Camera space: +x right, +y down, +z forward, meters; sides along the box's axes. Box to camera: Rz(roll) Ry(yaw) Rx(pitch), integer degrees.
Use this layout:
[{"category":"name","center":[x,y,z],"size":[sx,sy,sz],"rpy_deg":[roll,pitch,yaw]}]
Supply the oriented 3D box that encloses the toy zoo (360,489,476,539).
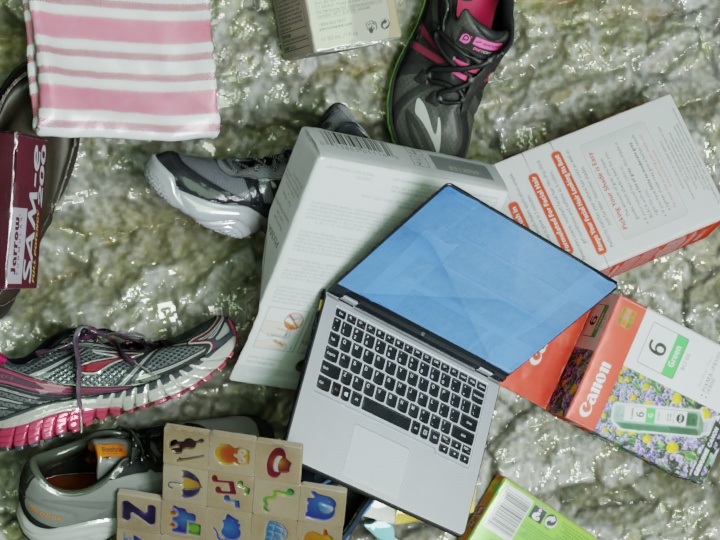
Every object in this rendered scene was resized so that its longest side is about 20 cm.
[{"category":"toy zoo","center":[0.032,0.116,1.512],"size":[0.130,0.020,0.202],"rpy_deg":[4,92,-13]}]

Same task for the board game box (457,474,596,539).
[{"category":"board game box","center":[0.097,0.273,1.536],"size":[0.095,0.030,0.201],"rpy_deg":[34,81,-13]}]

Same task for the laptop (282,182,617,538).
[{"category":"laptop","center":[0.067,0.071,1.404],"size":[0.186,0.115,0.202],"rpy_deg":[28,69,-34]}]

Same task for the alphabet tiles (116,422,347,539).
[{"category":"alphabet tiles","center":[-0.096,0.197,1.398],"size":[0.165,0.008,0.202],"rpy_deg":[8,124,4]}]

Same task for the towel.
[{"category":"towel","center":[-0.175,-0.196,1.415],"size":[0.145,0.030,0.202],"rpy_deg":[-2,85,-27]}]

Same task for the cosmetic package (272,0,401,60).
[{"category":"cosmetic package","center":[-0.033,-0.263,1.441],"size":[0.072,0.103,0.202],"rpy_deg":[-11,96,-15]}]

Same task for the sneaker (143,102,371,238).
[{"category":"sneaker","center":[-0.056,-0.078,1.443],"size":[0.198,0.076,0.115],"rpy_deg":[19,106,-20]}]

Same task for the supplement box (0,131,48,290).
[{"category":"supplement box","center":[-0.324,-0.048,1.350],"size":[0.198,0.061,0.110],"rpy_deg":[5,91,13]}]

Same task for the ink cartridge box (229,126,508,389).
[{"category":"ink cartridge box","center":[0.000,0.000,1.435],"size":[0.159,0.047,0.201],"rpy_deg":[9,121,-27]}]

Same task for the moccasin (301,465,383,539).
[{"category":"moccasin","center":[-0.058,0.204,1.457],"size":[0.080,0.068,0.201],"rpy_deg":[35,96,-14]}]

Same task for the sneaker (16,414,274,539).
[{"category":"sneaker","center":[-0.157,0.147,1.425],"size":[0.198,0.074,0.080],"rpy_deg":[-15,140,-15]}]

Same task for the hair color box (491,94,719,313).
[{"category":"hair color box","center":[0.172,-0.047,1.510],"size":[0.198,0.064,0.112],"rpy_deg":[-21,78,-14]}]

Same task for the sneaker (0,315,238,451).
[{"category":"sneaker","center":[-0.186,0.071,1.424],"size":[0.198,0.081,0.075],"rpy_deg":[-18,95,-13]}]

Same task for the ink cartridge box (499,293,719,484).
[{"category":"ink cartridge box","center":[0.206,0.081,1.545],"size":[0.199,0.050,0.110],"rpy_deg":[26,86,-15]}]

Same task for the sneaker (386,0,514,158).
[{"category":"sneaker","center":[0.072,-0.165,1.482],"size":[0.076,0.084,0.202],"rpy_deg":[12,89,-14]}]

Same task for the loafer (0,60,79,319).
[{"category":"loafer","center":[-0.248,-0.055,1.406],"size":[0.072,0.071,0.202],"rpy_deg":[15,88,-15]}]
